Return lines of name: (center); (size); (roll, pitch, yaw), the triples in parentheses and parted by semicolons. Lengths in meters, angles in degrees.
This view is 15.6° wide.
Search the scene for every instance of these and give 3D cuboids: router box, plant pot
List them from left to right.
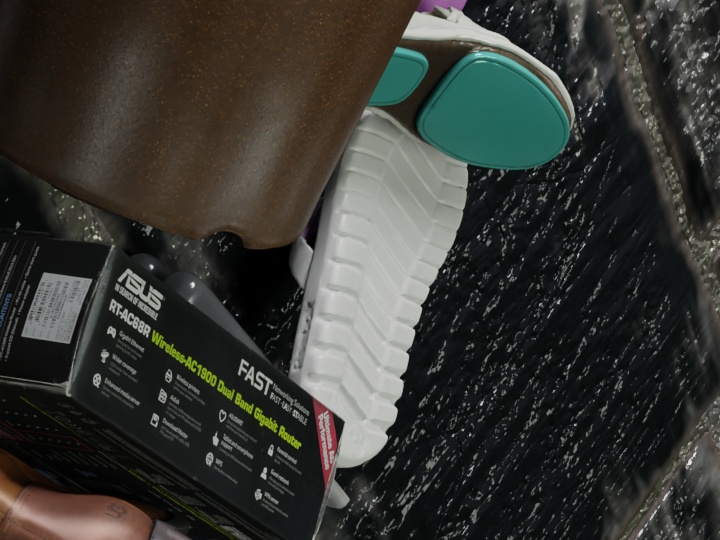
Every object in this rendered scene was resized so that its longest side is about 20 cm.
router box: (-0.117, 0.047, 1.048); (0.200, 0.149, 0.063); (42, 59, -55)
plant pot: (-0.055, -0.128, 1.013); (0.200, 0.200, 0.199); (3, 114, -54)

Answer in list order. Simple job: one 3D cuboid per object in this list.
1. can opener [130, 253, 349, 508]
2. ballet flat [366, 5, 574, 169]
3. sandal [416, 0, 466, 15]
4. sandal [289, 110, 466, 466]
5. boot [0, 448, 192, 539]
can opener: (-0.066, 0.071, 1.225); (0.067, 0.053, 0.200); (-56, 143, -16)
ballet flat: (0.023, -0.100, 1.213); (0.199, 0.069, 0.070); (13, 99, -43)
sandal: (0.059, -0.185, 1.212); (0.082, 0.050, 0.204); (-25, 142, -45)
sandal: (-0.004, -0.004, 1.245); (0.082, 0.050, 0.204); (42, 54, -37)
boot: (-0.162, 0.086, 0.997); (0.199, 0.188, 0.069); (28, 87, -13)
